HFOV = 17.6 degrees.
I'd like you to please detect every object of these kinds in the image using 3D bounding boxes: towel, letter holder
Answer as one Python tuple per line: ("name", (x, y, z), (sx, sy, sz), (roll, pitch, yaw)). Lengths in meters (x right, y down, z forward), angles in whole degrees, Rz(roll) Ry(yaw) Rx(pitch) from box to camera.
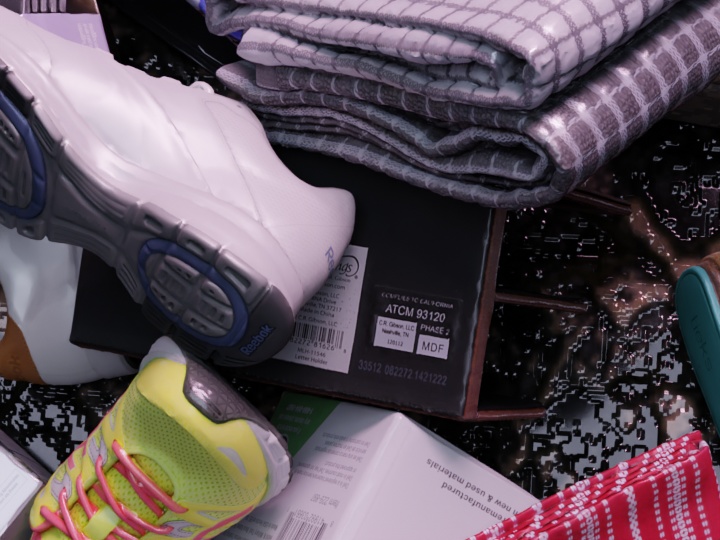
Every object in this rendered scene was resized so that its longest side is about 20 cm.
("towel", (0.054, -0.102, 0.915), (0.165, 0.086, 0.199), (-38, 33, -30))
("towel", (0.077, 0.166, 0.925), (0.199, 0.022, 0.146), (-23, 107, -25))
("letter holder", (0.000, 0.000, 1.002), (0.199, 0.142, 0.101), (9, 91, 32))

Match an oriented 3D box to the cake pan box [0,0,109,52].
("cake pan box", (-0.192, -0.116, 1.034), (0.199, 0.052, 0.186), (-23, 80, 44))

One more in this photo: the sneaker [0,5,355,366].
("sneaker", (-0.090, -0.045, 0.916), (0.200, 0.075, 0.087), (38, 48, 11))

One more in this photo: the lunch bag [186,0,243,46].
("lunch bag", (-0.040, -0.223, 1.060), (0.170, 0.124, 0.200), (42, 93, 15))

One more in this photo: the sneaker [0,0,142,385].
("sneaker", (-0.151, -0.045, 1.075), (0.084, 0.073, 0.202), (-10, 71, 13))

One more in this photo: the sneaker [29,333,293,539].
("sneaker", (-0.093, 0.097, 0.959), (0.078, 0.200, 0.090), (45, 61, 5))

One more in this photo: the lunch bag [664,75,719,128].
("lunch bag", (0.208, -0.140, 1.011), (0.198, 0.168, 0.140), (12, 79, 8))

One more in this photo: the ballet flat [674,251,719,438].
("ballet flat", (0.191, 0.087, 1.022), (0.072, 0.068, 0.202), (-4, 72, -15))

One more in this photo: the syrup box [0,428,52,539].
("syrup box", (-0.230, 0.067, 1.054), (0.200, 0.079, 0.082), (39, 84, 13))

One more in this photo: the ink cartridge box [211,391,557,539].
("ink cartridge box", (-0.022, 0.161, 0.969), (0.087, 0.145, 0.201), (32, 79, -19))

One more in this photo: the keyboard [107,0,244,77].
("keyboard", (-0.043, -0.150, 1.116), (0.199, 0.021, 0.127), (36, 84, 12))
